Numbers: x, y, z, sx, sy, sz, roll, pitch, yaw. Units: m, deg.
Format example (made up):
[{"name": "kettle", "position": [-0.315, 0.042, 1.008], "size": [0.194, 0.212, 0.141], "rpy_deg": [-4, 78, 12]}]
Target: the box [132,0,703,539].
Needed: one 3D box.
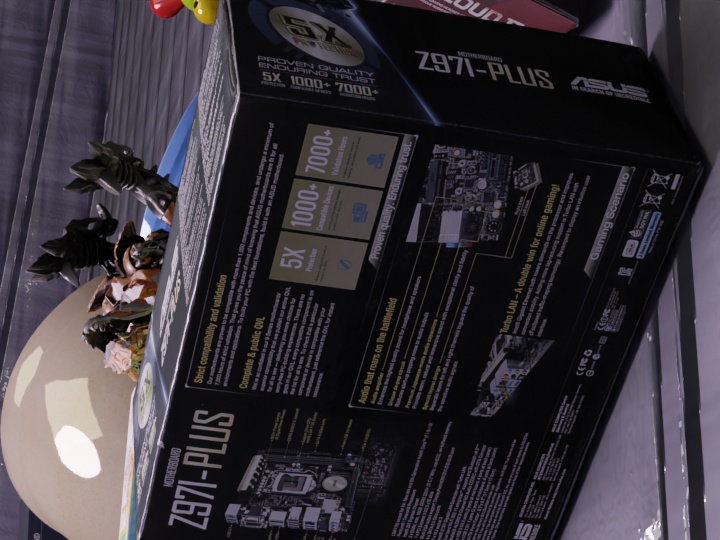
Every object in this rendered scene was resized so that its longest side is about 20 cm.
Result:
[{"name": "box", "position": [0.011, 0.010, 0.642], "size": [0.086, 0.163, 0.200], "rpy_deg": [-102, 23, -54]}]

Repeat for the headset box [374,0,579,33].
[{"name": "headset box", "position": [0.021, -0.143, 0.765], "size": [0.200, 0.077, 0.149], "rpy_deg": [-34, 43, 47]}]

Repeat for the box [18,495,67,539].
[{"name": "box", "position": [-0.284, 0.279, 1.798], "size": [0.200, 0.141, 0.079], "rpy_deg": [-106, 26, -58]}]

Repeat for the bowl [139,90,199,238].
[{"name": "bowl", "position": [-0.092, -0.046, 1.198], "size": [0.201, 0.039, 0.201], "rpy_deg": [20, -90, -76]}]

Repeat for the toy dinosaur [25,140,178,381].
[{"name": "toy dinosaur", "position": [-0.116, -0.001, 1.023], "size": [0.102, 0.136, 0.200], "rpy_deg": [-58, -6, 11]}]

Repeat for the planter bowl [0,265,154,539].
[{"name": "planter bowl", "position": [-0.106, 0.108, 1.079], "size": [0.135, 0.200, 0.201], "rpy_deg": [31, 115, 51]}]

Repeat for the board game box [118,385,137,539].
[{"name": "board game box", "position": [-0.066, 0.166, 0.947], "size": [0.034, 0.134, 0.201], "rpy_deg": [126, 149, -64]}]

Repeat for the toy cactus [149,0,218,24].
[{"name": "toy cactus", "position": [-0.035, -0.099, 0.985], "size": [0.165, 0.102, 0.200], "rpy_deg": [-28, 85, 39]}]
